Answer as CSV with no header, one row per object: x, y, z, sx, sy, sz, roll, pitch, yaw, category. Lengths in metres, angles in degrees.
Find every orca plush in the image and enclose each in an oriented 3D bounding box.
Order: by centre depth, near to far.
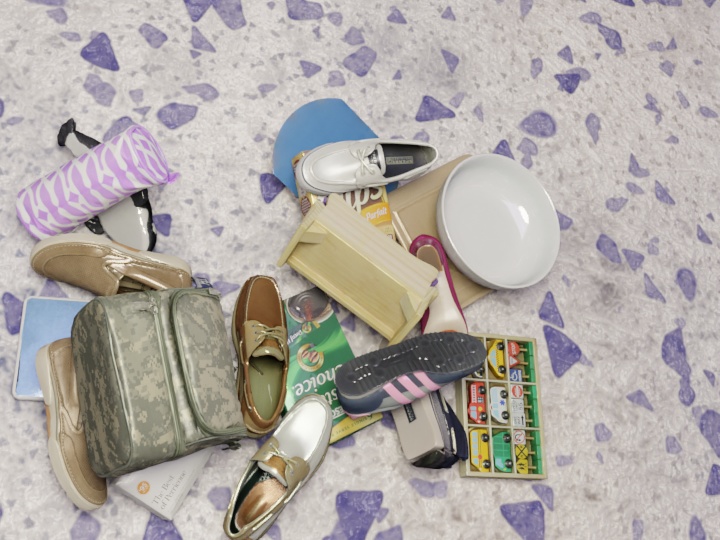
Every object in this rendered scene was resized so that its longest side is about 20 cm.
-0.329,-0.108,1.093,0.200,0.071,0.105,43,109,6,orca plush

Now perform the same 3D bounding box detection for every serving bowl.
0.188,-0.063,1.176,0.198,0.066,0.203,8,70,-24,serving bowl

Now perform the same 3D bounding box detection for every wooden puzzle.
0.141,-0.054,1.218,0.184,0.037,0.202,-28,85,-24,wooden puzzle

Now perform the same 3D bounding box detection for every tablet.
-0.327,0.102,1.031,0.197,0.014,0.132,5,70,-17,tablet

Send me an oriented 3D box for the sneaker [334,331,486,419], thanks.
0.064,0.136,1.045,0.197,0.083,0.071,-12,47,-7,sneaker

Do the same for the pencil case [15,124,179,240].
-0.331,-0.102,1.013,0.086,0.198,0.084,56,19,-25,pencil case

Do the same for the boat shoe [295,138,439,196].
0.012,-0.148,1.096,0.198,0.065,0.075,-15,91,-23,boat shoe

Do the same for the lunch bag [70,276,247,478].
-0.222,0.118,0.928,0.166,0.139,0.203,-4,73,-39,lunch bag

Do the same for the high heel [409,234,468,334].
0.110,0.050,1.141,0.066,0.096,0.203,-7,101,4,high heel

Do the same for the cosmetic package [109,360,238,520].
-0.215,0.195,1.004,0.082,0.051,0.201,36,64,-13,cosmetic package

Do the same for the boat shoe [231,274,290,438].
-0.116,0.102,1.010,0.075,0.074,0.203,6,70,-24,boat shoe

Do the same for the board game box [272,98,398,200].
-0.038,-0.150,1.195,0.200,0.039,0.159,43,70,-16,board game box

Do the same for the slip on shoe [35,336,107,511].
-0.324,0.177,0.958,0.060,0.076,0.203,-18,78,10,slip on shoe

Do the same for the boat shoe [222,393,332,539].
-0.096,0.241,0.991,0.074,0.068,0.202,28,80,10,boat shoe

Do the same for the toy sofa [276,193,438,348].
0.000,0.000,1.062,0.199,0.083,0.098,36,40,-2,toy sofa

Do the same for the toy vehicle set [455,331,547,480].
0.196,0.191,1.156,0.123,0.027,0.203,5,70,-16,toy vehicle set

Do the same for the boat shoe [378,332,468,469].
0.085,0.178,1.112,0.092,0.074,0.202,28,40,-46,boat shoe

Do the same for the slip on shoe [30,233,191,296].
-0.312,0.009,1.026,0.198,0.076,0.061,13,44,-20,slip on shoe

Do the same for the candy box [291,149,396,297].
-0.018,-0.071,1.142,0.114,0.055,0.203,-12,90,-22,candy box

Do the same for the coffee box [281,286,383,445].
-0.065,0.132,1.085,0.122,0.044,0.202,-20,78,-23,coffee box
